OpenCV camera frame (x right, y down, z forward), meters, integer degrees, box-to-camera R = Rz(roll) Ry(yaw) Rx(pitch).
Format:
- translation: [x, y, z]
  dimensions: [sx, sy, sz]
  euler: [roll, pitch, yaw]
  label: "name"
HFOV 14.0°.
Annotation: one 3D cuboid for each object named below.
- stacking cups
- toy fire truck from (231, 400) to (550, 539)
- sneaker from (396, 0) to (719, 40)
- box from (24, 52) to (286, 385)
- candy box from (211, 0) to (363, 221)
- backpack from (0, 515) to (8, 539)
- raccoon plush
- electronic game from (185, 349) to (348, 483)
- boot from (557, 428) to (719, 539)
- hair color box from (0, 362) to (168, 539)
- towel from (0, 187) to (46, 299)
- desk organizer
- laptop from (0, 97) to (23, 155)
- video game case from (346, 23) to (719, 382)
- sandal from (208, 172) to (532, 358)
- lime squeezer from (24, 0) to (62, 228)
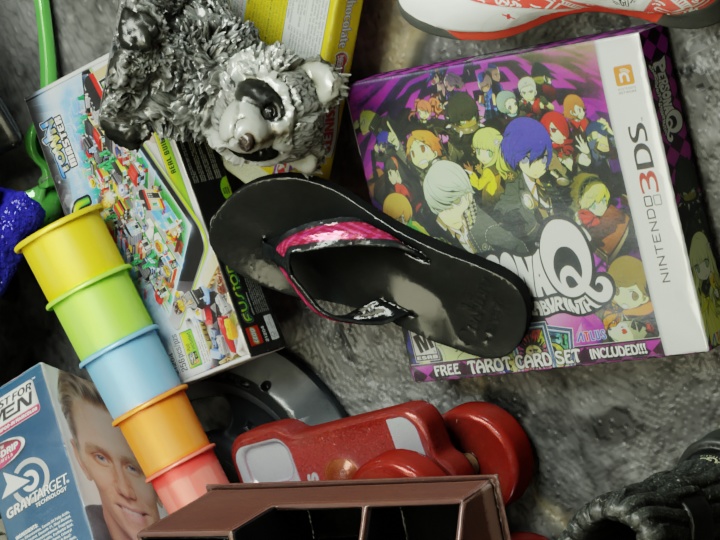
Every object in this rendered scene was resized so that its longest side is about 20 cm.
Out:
- translation: [-0.132, 0.061, 1.738]
  dimensions: [0.060, 0.060, 0.200]
  euler: [-29, 89, 37]
  label: "stacking cups"
- translation: [0.021, 0.173, 1.720]
  dimensions: [0.168, 0.112, 0.201]
  euler: [-14, 98, 36]
  label: "toy fire truck"
- translation: [0.094, -0.175, 1.550]
  dimensions: [0.201, 0.108, 0.067]
  euler: [3, 66, 29]
  label: "sneaker"
- translation: [-0.124, -0.030, 1.763]
  dimensions: [0.110, 0.035, 0.201]
  euler: [-23, 85, 40]
  label: "box"
- translation: [-0.041, -0.139, 1.692]
  dimensions: [0.102, 0.026, 0.201]
  euler: [36, 124, 41]
  label: "candy box"
- translation: [-0.259, 0.182, 1.862]
  dimensions: [0.200, 0.154, 0.191]
  euler: [-37, 87, 0]
  label: "backpack"
- translation: [-0.072, -0.139, 1.673]
  dimensions: [0.134, 0.200, 0.097]
  euler: [10, 144, -6]
  label: "raccoon plush"
- translation: [-0.081, 0.137, 1.820]
  dimensions: [0.199, 0.042, 0.201]
  euler: [5, 102, 27]
  label: "electronic game"
- translation: [0.161, 0.198, 1.608]
  dimensions: [0.079, 0.158, 0.212]
  euler: [12, 112, 30]
  label: "boot"
- translation: [-0.156, 0.162, 1.741]
  dimensions: [0.060, 0.100, 0.200]
  euler: [-32, 60, 20]
  label: "hair color box"
- translation: [-0.286, 0.026, 1.803]
  dimensions: [0.148, 0.050, 0.200]
  euler: [14, 70, 53]
  label: "towel"
- translation: [-0.019, 0.161, 1.624]
  dimensions: [0.200, 0.077, 0.072]
  euler: [-5, 103, 34]
  label: "desk organizer"
- translation: [-0.297, -0.157, 1.842]
  dimensions: [0.187, 0.116, 0.200]
  euler: [-21, 104, 37]
  label: "laptop"
- translation: [0.098, -0.035, 1.647]
  dimensions: [0.200, 0.036, 0.182]
  euler: [-7, 100, 35]
  label: "video game case"
- translation: [0.000, 0.000, 1.659]
  dimensions: [0.200, 0.045, 0.075]
  euler: [20, 121, 20]
  label: "sandal"
- translation: [-0.205, -0.074, 1.843]
  dimensions: [0.071, 0.038, 0.200]
  euler: [55, 135, 45]
  label: "lime squeezer"
